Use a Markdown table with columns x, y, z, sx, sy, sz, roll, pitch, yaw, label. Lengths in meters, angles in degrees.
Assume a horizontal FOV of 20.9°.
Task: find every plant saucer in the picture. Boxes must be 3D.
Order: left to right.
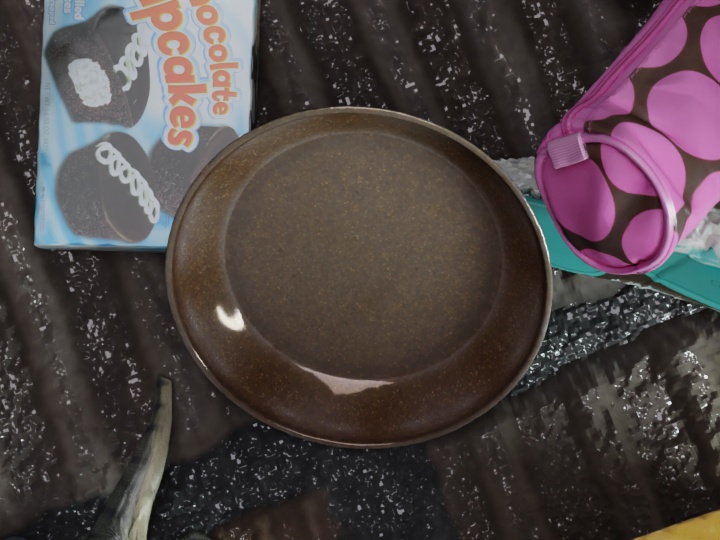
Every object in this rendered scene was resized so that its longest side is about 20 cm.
| x | y | z | sx | sy | sz | roll | pitch | yaw | label |
| --- | --- | --- | --- | --- | --- | --- | --- | --- | --- |
| 0.000 | 0.000 | 1.012 | 0.200 | 0.037 | 0.201 | 3 | 120 | 5 | plant saucer |

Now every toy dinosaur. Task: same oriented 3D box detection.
| x | y | z | sx | sy | sz | roll | pitch | yaw | label |
| --- | --- | --- | --- | --- | --- | --- | --- | --- | --- |
| -0.121 | 0.163 | 1.040 | 0.088 | 0.047 | 0.200 | 28 | 85 | 10 | toy dinosaur |

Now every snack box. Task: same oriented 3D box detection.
| x | y | z | sx | sy | sz | roll | pitch | yaw | label |
| --- | --- | --- | --- | --- | --- | --- | --- | --- | --- |
| -0.114 | -0.110 | 1.058 | 0.116 | 0.037 | 0.201 | 1 | 86 | 2 | snack box |

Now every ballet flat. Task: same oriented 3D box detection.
| x | y | z | sx | sy | sz | roll | pitch | yaw | label |
| --- | --- | --- | --- | --- | --- | --- | --- | --- | --- |
| 0.148 | -0.026 | 1.037 | 0.199 | 0.072 | 0.072 | 19 | 87 | 1 | ballet flat |

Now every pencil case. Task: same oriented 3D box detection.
| x | y | z | sx | sy | sz | roll | pitch | yaw | label |
| --- | --- | --- | --- | --- | --- | --- | --- | --- | --- |
| 0.167 | -0.092 | 0.985 | 0.200 | 0.091 | 0.094 | -50 | 123 | -31 | pencil case |

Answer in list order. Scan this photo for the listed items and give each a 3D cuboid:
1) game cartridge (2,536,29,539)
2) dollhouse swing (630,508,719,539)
| x | y | z | sx | sy | sz | roll | pitch | yaw | label |
| --- | --- | --- | --- | --- | --- | --- | --- | --- | --- |
| -0.236 | 0.227 | 0.996 | 0.040 | 0.133 | 0.200 | 34 | 88 | 0 | game cartridge |
| 0.157 | 0.212 | 0.959 | 0.199 | 0.176 | 0.182 | -19 | 86 | 0 | dollhouse swing |
